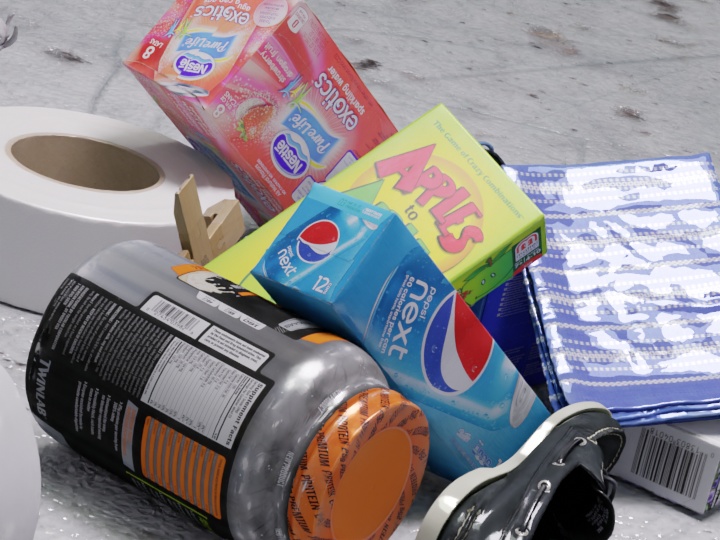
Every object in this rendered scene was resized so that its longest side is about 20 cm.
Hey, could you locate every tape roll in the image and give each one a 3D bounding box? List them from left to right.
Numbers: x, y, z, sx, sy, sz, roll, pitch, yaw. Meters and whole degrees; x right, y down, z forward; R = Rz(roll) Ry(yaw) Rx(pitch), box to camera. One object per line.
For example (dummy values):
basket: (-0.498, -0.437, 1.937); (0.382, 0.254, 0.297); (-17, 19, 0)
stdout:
tape roll: (-0.183, -0.039, 1.627); (0.202, 0.071, 0.203); (12, 20, -4)

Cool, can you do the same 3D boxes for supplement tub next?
supplement tub: (-0.070, 0.073, 1.331); (0.200, 0.123, 0.122); (27, 24, 30)

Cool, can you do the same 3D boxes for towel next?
towel: (0.170, 0.009, 1.531); (0.144, 0.024, 0.201); (-4, 54, -11)

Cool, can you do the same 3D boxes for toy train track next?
toy train track: (-0.124, 0.019, 1.502); (0.032, 0.115, 0.200); (3, 34, 23)

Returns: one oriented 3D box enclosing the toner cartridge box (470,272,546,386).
toner cartridge box: (0.116, 0.022, 1.624); (0.043, 0.095, 0.200); (26, 23, 33)

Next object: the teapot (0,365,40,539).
teapot: (-0.221, 0.128, 1.078); (0.199, 0.147, 0.197); (-17, 4, -19)

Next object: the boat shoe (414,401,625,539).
boat shoe: (0.105, 0.129, 1.370); (0.066, 0.075, 0.199); (28, 23, 24)

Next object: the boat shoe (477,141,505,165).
boat shoe: (0.085, -0.057, 1.784); (0.200, 0.069, 0.084); (26, 23, 31)

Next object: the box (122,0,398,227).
box: (-0.056, -0.102, 1.685); (0.095, 0.103, 0.200); (31, -13, 41)

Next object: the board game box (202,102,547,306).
board game box: (0.000, 0.000, 1.472); (0.200, 0.048, 0.102); (-35, 63, -12)

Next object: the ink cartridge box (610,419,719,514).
ink cartridge box: (0.214, 0.087, 1.583); (0.109, 0.051, 0.200); (23, 21, 25)

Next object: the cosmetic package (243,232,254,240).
cosmetic package: (0.002, 0.009, 1.603); (0.106, 0.091, 0.200); (21, 19, 19)

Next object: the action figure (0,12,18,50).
action figure: (-0.297, -0.118, 1.614); (0.199, 0.069, 0.130); (-24, 23, 24)

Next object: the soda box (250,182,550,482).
soda box: (0.025, 0.042, 1.385); (0.068, 0.064, 0.200); (21, -21, 43)
